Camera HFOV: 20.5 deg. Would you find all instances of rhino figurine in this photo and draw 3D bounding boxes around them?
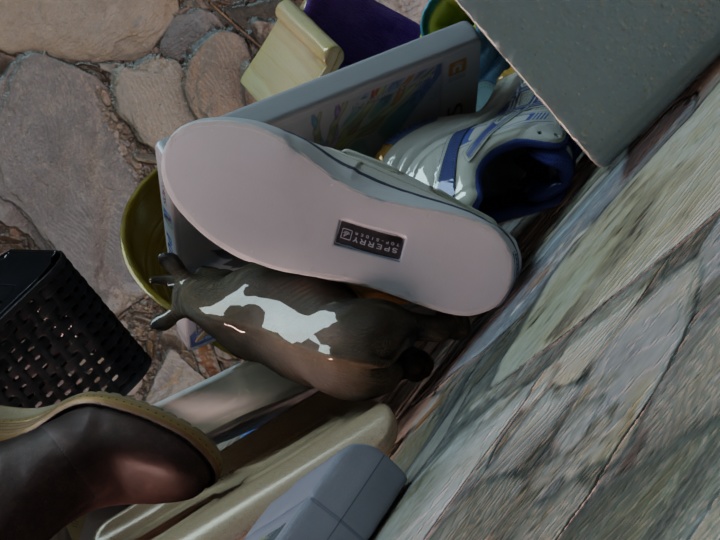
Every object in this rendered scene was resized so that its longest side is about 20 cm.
[{"bbox_3d":[-0.044,0.024,1.090,0.087,0.200,0.060,-11,-68,-50],"label":"rhino figurine"}]

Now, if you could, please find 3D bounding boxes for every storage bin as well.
[{"bbox_3d":[-0.244,0.086,1.233,0.200,0.094,0.135,-45,20,-20],"label":"storage bin"}]

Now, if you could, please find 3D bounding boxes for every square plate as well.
[{"bbox_3d":[-0.070,0.080,1.230,0.200,0.029,0.198,-29,-8,39],"label":"square plate"}]

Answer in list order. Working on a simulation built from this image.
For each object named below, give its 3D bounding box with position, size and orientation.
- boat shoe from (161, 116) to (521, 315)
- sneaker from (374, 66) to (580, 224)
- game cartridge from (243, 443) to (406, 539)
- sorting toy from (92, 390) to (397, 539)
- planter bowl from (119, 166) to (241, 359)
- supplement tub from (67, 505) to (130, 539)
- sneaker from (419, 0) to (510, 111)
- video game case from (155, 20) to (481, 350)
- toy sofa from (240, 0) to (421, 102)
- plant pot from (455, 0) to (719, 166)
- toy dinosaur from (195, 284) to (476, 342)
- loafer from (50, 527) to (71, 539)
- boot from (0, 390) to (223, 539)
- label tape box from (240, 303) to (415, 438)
[{"bbox_3d":[-0.008,-0.032,1.063,0.070,0.200,0.071,-35,-39,-75],"label":"boat shoe"},{"bbox_3d":[0.103,-0.069,1.150,0.200,0.075,0.088,-35,39,-28],"label":"sneaker"},{"bbox_3d":[-0.059,0.165,0.879,0.200,0.041,0.133,-52,7,-24],"label":"game cartridge"},{"bbox_3d":[-0.066,0.127,1.088,0.185,0.037,0.200,-31,5,-5],"label":"sorting toy"},{"bbox_3d":[-0.058,0.001,1.330,0.200,0.200,0.084,-53,-25,-41],"label":"planter bowl"},{"bbox_3d":[-0.195,0.192,1.265,0.144,0.144,0.200,-50,14,21],"label":"supplement tub"},{"bbox_3d":[0.107,-0.151,1.318,0.080,0.131,0.200,-42,7,28],"label":"sneaker"},{"bbox_3d":[-0.022,-0.047,1.180,0.200,0.022,0.183,-23,-33,-16],"label":"video game case"},{"bbox_3d":[0.031,-0.112,1.315,0.098,0.200,0.083,-55,37,13],"label":"toy sofa"},{"bbox_3d":[0.143,-0.205,1.026,0.200,0.196,0.196,-39,6,17],"label":"plant pot"},{"bbox_3d":[0.000,0.000,1.161,0.106,0.061,0.200,-16,8,-42],"label":"toy dinosaur"},{"bbox_3d":[-0.185,0.181,1.117,0.070,0.200,0.070,-23,-16,-13],"label":"loafer"},{"bbox_3d":[-0.184,0.143,1.037,0.072,0.199,0.167,77,-156,-45],"label":"boot"},{"bbox_3d":[-0.036,0.073,1.429,0.200,0.066,0.143,-50,2,-28],"label":"label tape box"}]
